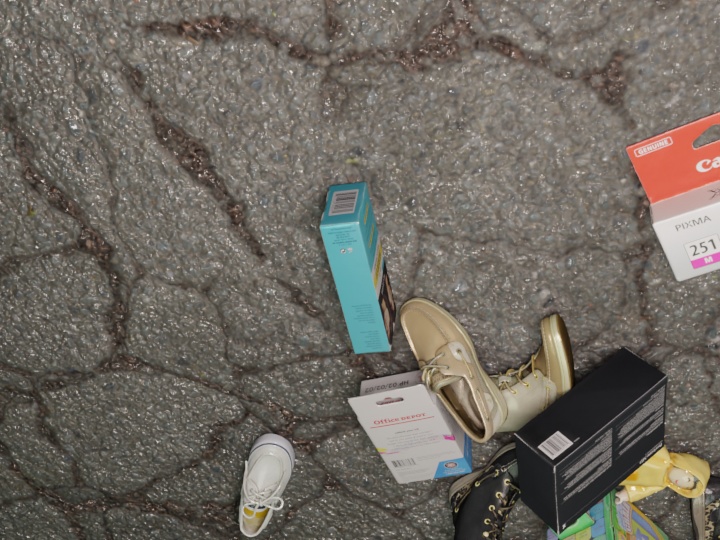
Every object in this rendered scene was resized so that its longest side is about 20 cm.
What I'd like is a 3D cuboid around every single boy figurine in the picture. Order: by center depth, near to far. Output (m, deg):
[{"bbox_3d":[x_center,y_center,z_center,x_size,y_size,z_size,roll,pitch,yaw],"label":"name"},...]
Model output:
[{"bbox_3d":[0.383,0.278,1.398,0.196,0.065,0.126,8,121,6],"label":"boy figurine"}]

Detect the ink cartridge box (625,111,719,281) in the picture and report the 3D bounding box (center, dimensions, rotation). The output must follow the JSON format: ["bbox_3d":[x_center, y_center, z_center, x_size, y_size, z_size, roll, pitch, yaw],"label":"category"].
[{"bbox_3d":[0.415,-0.092,1.105,0.198,0.044,0.174,-20,124,24],"label":"ink cartridge box"}]

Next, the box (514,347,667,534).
[{"bbox_3d":[0.294,0.215,1.276,0.199,0.079,0.143,-32,132,-21],"label":"box"}]

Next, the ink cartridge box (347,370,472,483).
[{"bbox_3d":[0.070,0.202,1.378,0.113,0.069,0.201,-13,132,19],"label":"ink cartridge box"}]

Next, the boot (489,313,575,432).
[{"bbox_3d":[0.203,0.144,1.318,0.152,0.073,0.202,-2,129,14],"label":"boot"}]

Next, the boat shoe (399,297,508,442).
[{"bbox_3d":[0.112,0.126,1.279,0.072,0.065,0.201,-35,88,34],"label":"boat shoe"}]

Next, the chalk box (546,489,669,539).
[{"bbox_3d":[0.351,0.410,1.472,0.199,0.125,0.124,40,125,-22],"label":"chalk box"}]

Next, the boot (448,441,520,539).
[{"bbox_3d":[0.200,0.340,1.421,0.073,0.155,0.203,36,126,-20],"label":"boot"}]

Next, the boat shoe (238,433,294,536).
[{"bbox_3d":[-0.153,0.338,1.527,0.073,0.087,0.204,18,130,-5],"label":"boat shoe"}]

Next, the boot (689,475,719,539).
[{"bbox_3d":[0.552,0.365,1.435,0.148,0.074,0.202,-8,121,19],"label":"boot"}]

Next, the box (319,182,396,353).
[{"bbox_3d":[0.000,0.000,1.226,0.048,0.083,0.202,-5,128,13],"label":"box"}]
